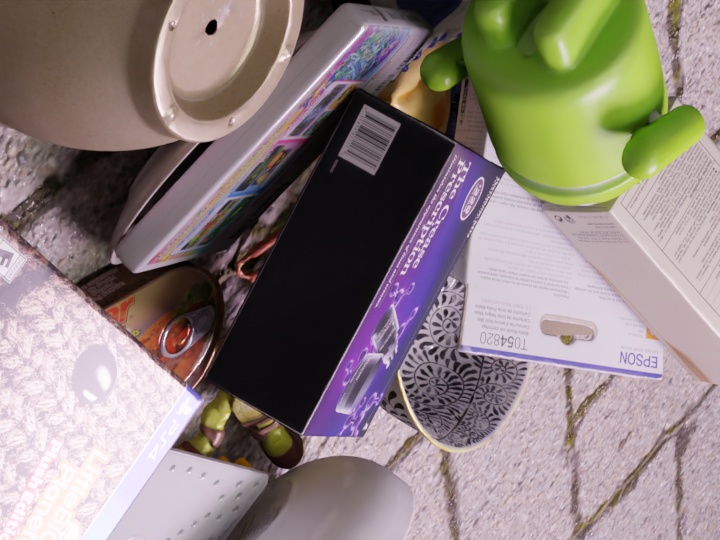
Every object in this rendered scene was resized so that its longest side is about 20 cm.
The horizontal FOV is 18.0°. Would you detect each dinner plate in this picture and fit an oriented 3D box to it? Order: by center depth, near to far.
[{"bbox_3d":[-0.085,-0.082,1.363,0.200,0.024,0.200,-44,177,-3],"label":"dinner plate"}]

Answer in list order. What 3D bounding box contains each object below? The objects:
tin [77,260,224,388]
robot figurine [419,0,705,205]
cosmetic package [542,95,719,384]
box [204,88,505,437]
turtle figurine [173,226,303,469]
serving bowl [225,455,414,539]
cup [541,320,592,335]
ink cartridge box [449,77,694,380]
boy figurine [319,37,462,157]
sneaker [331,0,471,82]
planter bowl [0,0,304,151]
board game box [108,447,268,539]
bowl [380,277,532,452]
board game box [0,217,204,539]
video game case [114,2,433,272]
[{"bbox_3d":[-0.164,0.059,1.409,0.200,0.042,0.113,-31,141,-41],"label":"tin"},{"bbox_3d":[0.129,-0.119,1.410,0.116,0.175,0.200,-57,153,-20],"label":"robot figurine"},{"bbox_3d":[0.226,-0.018,1.577,0.200,0.071,0.105,47,65,-30],"label":"cosmetic package"},{"bbox_3d":[0.000,0.000,1.424,0.201,0.079,0.141,-62,166,4],"label":"box"},{"bbox_3d":[-0.061,0.071,1.547,0.201,0.064,0.161,-60,149,-5],"label":"turtle figurine"},{"bbox_3d":[-0.058,0.196,1.573,0.066,0.200,0.200,49,66,-16],"label":"serving bowl"},{"bbox_3d":[0.163,-0.031,1.730,0.200,0.143,0.201,-36,140,-37],"label":"cup"},{"bbox_3d":[0.142,-0.033,1.584,0.199,0.040,0.201,10,86,-37],"label":"ink cartridge box"},{"bbox_3d":[0.039,-0.111,1.559,0.200,0.064,0.125,-20,133,-53],"label":"boy figurine"},{"bbox_3d":[0.041,-0.176,1.492,0.199,0.081,0.116,20,105,-44],"label":"sneaker"},{"bbox_3d":[-0.116,-0.148,1.223,0.200,0.134,0.201,-35,140,-37],"label":"planter bowl"},{"bbox_3d":[-0.170,0.191,1.472,0.200,0.026,0.200,-52,152,7],"label":"board game box"},{"bbox_3d":[0.040,0.024,1.607,0.200,0.094,0.202,-7,98,-56],"label":"bowl"},{"bbox_3d":[-0.211,0.072,1.248,0.160,0.097,0.200,-56,135,-11],"label":"board game box"},{"bbox_3d":[-0.048,-0.081,1.367,0.200,0.024,0.182,-46,173,13],"label":"video game case"}]
